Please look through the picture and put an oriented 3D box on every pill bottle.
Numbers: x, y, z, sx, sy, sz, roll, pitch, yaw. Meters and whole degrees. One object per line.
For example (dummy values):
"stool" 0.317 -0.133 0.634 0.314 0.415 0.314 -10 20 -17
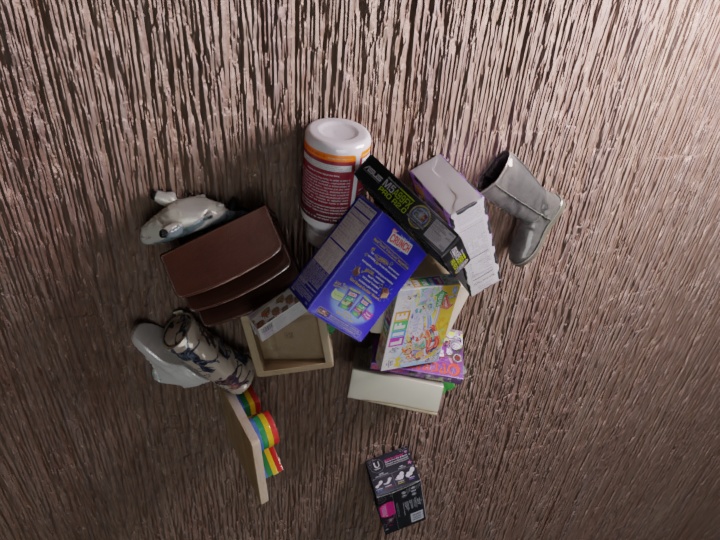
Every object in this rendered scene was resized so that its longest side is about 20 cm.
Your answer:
"pill bottle" -0.046 -0.142 1.026 0.109 0.114 0.204 -4 127 -17

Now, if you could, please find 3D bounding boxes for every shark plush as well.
"shark plush" -0.279 -0.093 1.036 0.196 0.092 0.084 -23 155 -29

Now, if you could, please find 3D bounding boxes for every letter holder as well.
"letter holder" -0.215 0.001 1.037 0.196 0.101 0.145 -24 86 0

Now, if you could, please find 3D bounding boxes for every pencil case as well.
"pencil case" -0.295 0.160 1.183 0.077 0.091 0.200 -30 129 18

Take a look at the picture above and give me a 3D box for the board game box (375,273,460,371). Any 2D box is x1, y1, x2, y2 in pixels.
"board game box" 0.108 0.102 1.170 0.131 0.035 0.204 -6 129 -20

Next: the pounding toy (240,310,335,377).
"pounding toy" -0.117 0.100 1.188 0.193 0.144 0.188 -7 128 0

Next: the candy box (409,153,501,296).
"candy box" 0.176 -0.083 1.114 0.070 0.169 0.203 -27 131 -4

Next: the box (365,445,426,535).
"box" 0.097 0.592 1.630 0.129 0.116 0.204 -17 131 -8

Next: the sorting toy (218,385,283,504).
"sorting toy" -0.228 0.346 1.281 0.068 0.199 0.204 -19 132 -24

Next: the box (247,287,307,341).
"box" -0.106 0.049 1.066 0.198 0.039 0.042 -35 147 -19

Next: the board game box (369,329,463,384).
"board game box" 0.120 0.167 1.276 0.194 0.123 0.033 10 144 -4

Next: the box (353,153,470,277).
"box" 0.087 -0.085 0.979 0.044 0.200 0.160 -45 160 3

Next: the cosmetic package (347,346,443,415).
"cosmetic package" 0.075 0.235 1.293 0.194 0.104 0.075 11 110 1

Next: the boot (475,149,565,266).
"boot" 0.302 -0.117 1.200 0.197 0.072 0.185 20 103 -38

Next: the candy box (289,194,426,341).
"candy box" 0.000 0.000 1.036 0.201 0.077 0.168 -51 139 3

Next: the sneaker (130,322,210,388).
"sneaker" -0.384 0.181 1.180 0.087 0.077 0.200 -27 132 18

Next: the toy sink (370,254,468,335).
"toy sink" 0.102 0.043 1.222 0.195 0.113 0.133 4 125 -28

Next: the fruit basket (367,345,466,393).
"fruit basket" 0.132 0.203 1.384 0.182 0.094 0.203 -28 114 2
